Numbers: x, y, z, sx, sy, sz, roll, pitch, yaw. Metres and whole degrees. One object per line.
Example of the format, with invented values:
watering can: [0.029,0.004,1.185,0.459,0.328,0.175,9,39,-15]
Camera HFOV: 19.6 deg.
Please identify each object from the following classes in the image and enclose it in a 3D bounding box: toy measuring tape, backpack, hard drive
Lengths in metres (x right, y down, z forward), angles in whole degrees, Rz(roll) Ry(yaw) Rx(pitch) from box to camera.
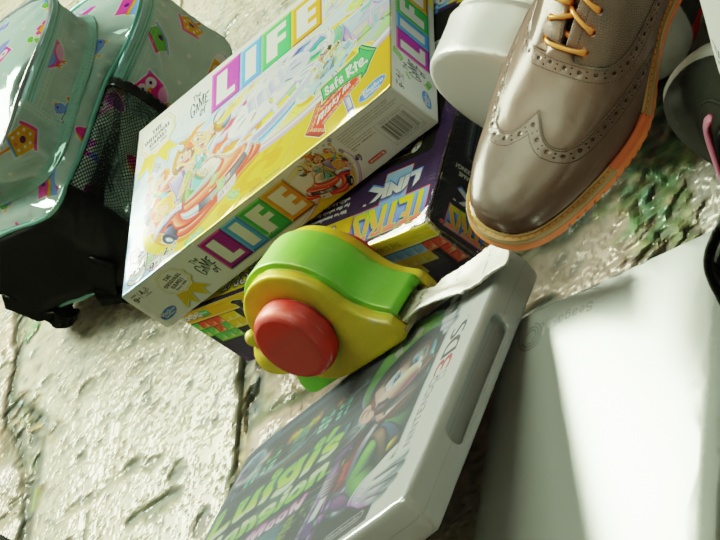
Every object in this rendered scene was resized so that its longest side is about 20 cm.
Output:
toy measuring tape: [0.000,0.000,0.959,0.200,0.073,0.074,-35,33,50]
backpack: [-0.175,-0.089,1.303,0.176,0.153,0.200,-21,36,53]
hard drive: [0.099,0.088,0.833,0.132,0.026,0.200,-27,39,40]

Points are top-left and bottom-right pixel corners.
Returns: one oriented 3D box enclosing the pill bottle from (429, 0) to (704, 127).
pill bottle: [0.117,-0.158,0.974,0.114,0.114,0.200,1,61,56]

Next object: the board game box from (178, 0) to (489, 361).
board game box: [0.005,-0.054,1.091,0.200,0.057,0.166,-19,46,46]

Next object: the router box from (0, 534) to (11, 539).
router box: [-0.122,0.196,0.865,0.157,0.200,0.052,-31,38,38]

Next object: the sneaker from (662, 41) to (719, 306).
sneaker: [0.155,-0.031,0.804,0.099,0.071,0.200,-37,30,-14]

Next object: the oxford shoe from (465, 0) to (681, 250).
oxford shoe: [0.091,-0.105,0.858,0.071,0.073,0.200,19,77,30]

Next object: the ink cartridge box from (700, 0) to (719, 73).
ink cartridge box: [0.225,-0.098,0.712,0.200,0.083,0.145,-24,36,6]

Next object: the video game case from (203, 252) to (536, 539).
video game case: [-0.014,0.095,0.922,0.200,0.023,0.182,-40,13,36]

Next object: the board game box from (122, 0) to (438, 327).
board game box: [-0.044,-0.074,1.091,0.200,0.034,0.135,-36,34,29]
